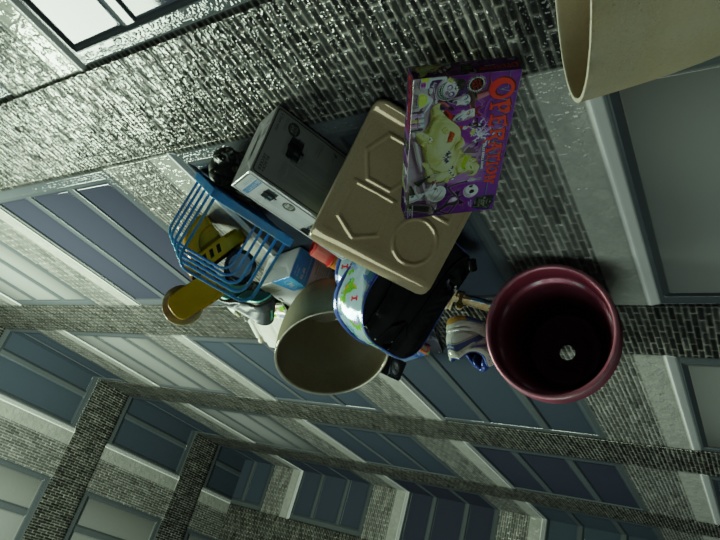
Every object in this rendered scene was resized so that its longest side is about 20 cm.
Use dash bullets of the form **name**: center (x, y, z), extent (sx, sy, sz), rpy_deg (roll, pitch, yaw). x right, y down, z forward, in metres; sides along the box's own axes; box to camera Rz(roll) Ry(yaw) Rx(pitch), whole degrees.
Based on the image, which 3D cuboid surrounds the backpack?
- **backpack**: center (0.050, 0.020, 0.940), extent (0.146, 0.203, 0.182), rpy_deg (16, 162, 50)

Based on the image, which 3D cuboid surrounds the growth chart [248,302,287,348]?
- **growth chart**: center (-0.168, 0.115, 1.268), extent (0.197, 0.018, 0.147), rpy_deg (11, 130, 34)

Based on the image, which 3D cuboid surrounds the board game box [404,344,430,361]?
- **board game box**: center (0.043, 0.140, 1.325), extent (0.197, 0.020, 0.103), rpy_deg (29, 153, -19)

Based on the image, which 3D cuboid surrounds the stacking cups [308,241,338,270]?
- **stacking cups**: center (0.000, 0.000, 1.101), extent (0.198, 0.061, 0.060), rpy_deg (30, 151, -13)

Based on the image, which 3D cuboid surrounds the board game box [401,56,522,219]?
- **board game box**: center (0.109, -0.144, 0.710), extent (0.117, 0.033, 0.202), rpy_deg (-11, 141, -7)

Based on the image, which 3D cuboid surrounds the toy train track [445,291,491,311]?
- **toy train track**: center (0.198, 0.067, 1.117), extent (0.196, 0.033, 0.115), rpy_deg (14, 152, 7)

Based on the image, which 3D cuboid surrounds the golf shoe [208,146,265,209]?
- **golf shoe**: center (-0.136, -0.128, 0.948), extent (0.197, 0.079, 0.094), rpy_deg (26, 173, -14)

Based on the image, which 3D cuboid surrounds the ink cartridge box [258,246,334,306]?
- **ink cartridge box**: center (-0.086, 0.043, 1.213), extent (0.199, 0.068, 0.115), rpy_deg (36, 148, -30)

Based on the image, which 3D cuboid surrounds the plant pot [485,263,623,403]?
- **plant pot**: center (0.313, 0.112, 0.976), extent (0.196, 0.205, 0.179), rpy_deg (3, 165, 28)

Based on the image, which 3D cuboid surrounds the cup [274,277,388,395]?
- **cup**: center (-0.054, 0.098, 1.096), extent (0.195, 0.145, 0.203), rpy_deg (-4, 130, -5)

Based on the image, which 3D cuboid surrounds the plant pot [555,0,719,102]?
- **plant pot**: center (0.243, -0.227, 0.423), extent (0.195, 0.191, 0.188), rpy_deg (-5, 148, 12)

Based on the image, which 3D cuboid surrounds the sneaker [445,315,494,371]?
- **sneaker**: center (0.243, 0.149, 1.152), extent (0.196, 0.090, 0.075), rpy_deg (14, 161, -17)

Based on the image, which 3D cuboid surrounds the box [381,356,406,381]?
- **box**: center (-0.018, 0.166, 1.331), extent (0.197, 0.044, 0.160), rpy_deg (28, 173, -20)

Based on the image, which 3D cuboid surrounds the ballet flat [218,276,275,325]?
- **ballet flat**: center (-0.229, 0.065, 1.211), extent (0.198, 0.074, 0.073), rpy_deg (16, 159, 47)

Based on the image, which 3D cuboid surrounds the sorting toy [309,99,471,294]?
- **sorting toy**: center (0.053, -0.091, 0.806), extent (0.182, 0.203, 0.037), rpy_deg (26, -166, -15)

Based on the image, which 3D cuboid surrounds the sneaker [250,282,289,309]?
- **sneaker**: center (-0.180, 0.077, 1.334), extent (0.197, 0.075, 0.089), rpy_deg (11, 154, 35)

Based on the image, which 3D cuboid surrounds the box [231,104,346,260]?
- **box**: center (-0.066, -0.116, 0.857), extent (0.198, 0.119, 0.060), rpy_deg (32, 150, -26)

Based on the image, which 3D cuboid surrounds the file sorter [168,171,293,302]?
- **file sorter**: center (-0.215, -0.054, 0.965), extent (0.138, 0.124, 0.200), rpy_deg (33, -178, -26)

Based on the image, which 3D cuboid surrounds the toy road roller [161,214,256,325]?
- **toy road roller**: center (-0.292, -0.007, 1.125), extent (0.147, 0.199, 0.123), rpy_deg (54, 166, -4)

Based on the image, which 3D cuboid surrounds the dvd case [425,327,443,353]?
- **dvd case**: center (0.073, 0.129, 1.326), extent (0.196, 0.016, 0.149), rpy_deg (7, 151, 22)
